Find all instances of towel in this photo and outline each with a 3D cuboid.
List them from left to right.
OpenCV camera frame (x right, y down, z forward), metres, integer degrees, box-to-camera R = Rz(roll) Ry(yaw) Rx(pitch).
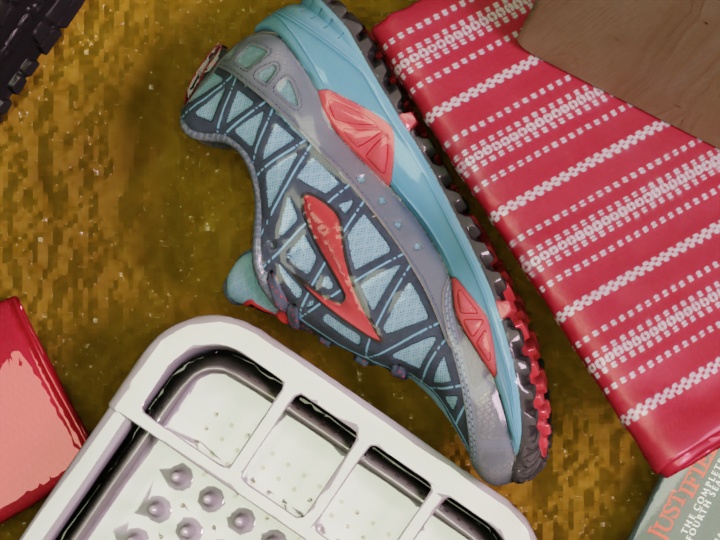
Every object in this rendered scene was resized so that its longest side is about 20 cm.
[{"bbox_3d":[0.114,-0.037,1.080,0.145,0.022,0.200,-29,78,-19],"label":"towel"}]

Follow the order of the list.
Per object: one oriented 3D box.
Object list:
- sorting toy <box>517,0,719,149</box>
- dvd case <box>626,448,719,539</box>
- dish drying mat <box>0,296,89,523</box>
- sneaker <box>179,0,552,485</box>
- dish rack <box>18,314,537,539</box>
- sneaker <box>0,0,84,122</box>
[{"bbox_3d":[0.172,-0.092,0.989,0.199,0.200,0.070,27,73,0],"label":"sorting toy"},{"bbox_3d":[0.215,0.094,1.099,0.200,0.022,0.146,27,88,4],"label":"dvd case"},{"bbox_3d":[-0.201,0.089,1.125,0.200,0.018,0.077,-29,85,2],"label":"dish drying mat"},{"bbox_3d":[0.000,0.000,1.096,0.096,0.079,0.200,-30,76,6],"label":"sneaker"},{"bbox_3d":[-0.047,0.136,1.101,0.172,0.044,0.200,34,89,4],"label":"dish rack"},{"bbox_3d":[-0.189,-0.069,1.117,0.088,0.076,0.200,35,85,19],"label":"sneaker"}]
